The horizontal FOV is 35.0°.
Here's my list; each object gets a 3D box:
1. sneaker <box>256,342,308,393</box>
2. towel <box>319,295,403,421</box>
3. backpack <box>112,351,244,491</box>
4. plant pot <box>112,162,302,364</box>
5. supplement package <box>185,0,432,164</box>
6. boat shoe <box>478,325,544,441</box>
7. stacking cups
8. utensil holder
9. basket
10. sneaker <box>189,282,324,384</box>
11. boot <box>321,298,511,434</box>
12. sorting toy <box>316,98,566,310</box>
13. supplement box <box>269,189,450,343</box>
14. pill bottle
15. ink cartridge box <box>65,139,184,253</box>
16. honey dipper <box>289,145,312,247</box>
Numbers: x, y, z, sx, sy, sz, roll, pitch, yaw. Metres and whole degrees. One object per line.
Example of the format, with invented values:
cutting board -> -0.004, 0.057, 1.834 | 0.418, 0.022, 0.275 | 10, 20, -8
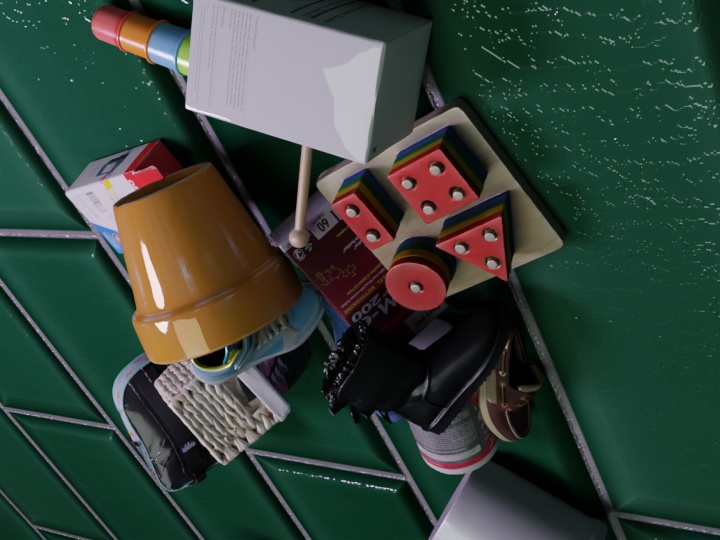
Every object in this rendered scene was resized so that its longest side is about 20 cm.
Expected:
sneaker -> -0.147, 0.084, 1.607 | 0.086, 0.080, 0.200 | 19, 144, 50
towel -> 0.008, 0.111, 1.493 | 0.112, 0.049, 0.200 | 42, 156, 39
backpack -> -0.281, 0.209, 1.760 | 0.200, 0.176, 0.153 | 63, 167, -20
plant pot -> -0.194, -0.019, 1.335 | 0.200, 0.200, 0.183 | -9, 111, 44
supplement package -> -0.050, -0.199, 1.106 | 0.200, 0.120, 0.121 | 20, 118, 18
boat shoe -> 0.188, 0.139, 1.403 | 0.072, 0.072, 0.200 | 7, 131, 33
stacking cups -> -0.204, -0.249, 1.254 | 0.200, 0.061, 0.061 | 25, 145, 17
utensil holder -> 0.212, 0.372, 1.584 | 0.200, 0.170, 0.170 | 31, 145, 8
basket -> -0.201, 0.173, 1.609 | 0.136, 0.123, 0.200 | 51, 169, -14
sneaker -> -0.131, 0.076, 1.449 | 0.080, 0.200, 0.131 | 55, 174, 8
boot -> 0.059, 0.096, 1.303 | 0.162, 0.073, 0.198 | 21, 114, -22
sorting toy -> 0.079, -0.050, 1.216 | 0.200, 0.070, 0.199 | -25, 117, 34
supplement box -> 0.000, 0.000, 1.336 | 0.200, 0.109, 0.061 | 48, 177, -23
pill bottle -> 0.105, 0.158, 1.451 | 0.111, 0.111, 0.200 | 8, 139, 31
ink cartridge box -> -0.275, -0.096, 1.478 | 0.200, 0.067, 0.116 | -9, 129, 43
honey dipper -> -0.057, -0.118, 1.228 | 0.038, 0.038, 0.200 | 15, 112, 24
